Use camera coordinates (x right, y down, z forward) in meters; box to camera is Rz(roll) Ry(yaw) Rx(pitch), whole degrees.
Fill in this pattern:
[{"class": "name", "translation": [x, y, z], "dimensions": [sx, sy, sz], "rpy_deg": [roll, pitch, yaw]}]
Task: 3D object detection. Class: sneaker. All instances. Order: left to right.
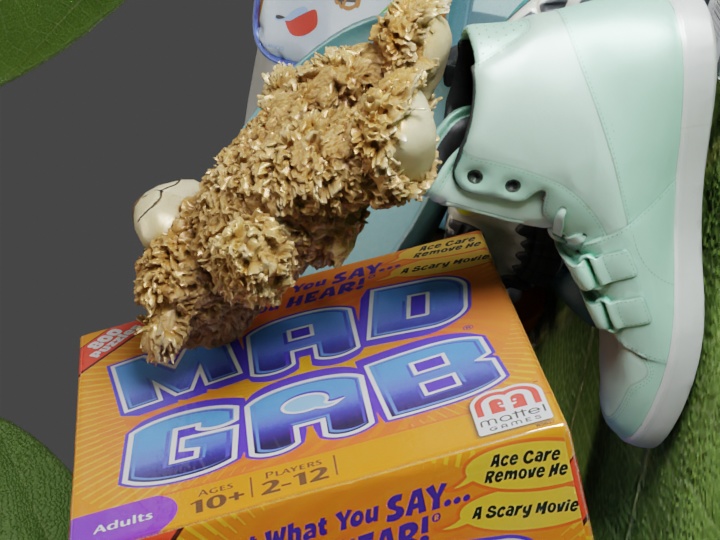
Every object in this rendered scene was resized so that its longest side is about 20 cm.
[{"class": "sneaker", "translation": [0.077, -0.073, 0.878], "dimensions": [0.200, 0.077, 0.080], "rpy_deg": [109, 173, -56]}, {"class": "sneaker", "translation": [0.081, -0.017, 0.791], "dimensions": [0.074, 0.117, 0.202], "rpy_deg": [-108, 15, -66]}]

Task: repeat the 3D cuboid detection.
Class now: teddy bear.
[{"class": "teddy bear", "translation": [-0.033, -0.040, 0.778], "dimensions": [0.200, 0.067, 0.146], "rpy_deg": [-25, 42, 53]}]

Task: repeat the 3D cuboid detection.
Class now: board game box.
[{"class": "board game box", "translation": [-0.005, 0.132, 0.839], "dimensions": [0.200, 0.198, 0.201], "rpy_deg": [-106, 1, -66]}]

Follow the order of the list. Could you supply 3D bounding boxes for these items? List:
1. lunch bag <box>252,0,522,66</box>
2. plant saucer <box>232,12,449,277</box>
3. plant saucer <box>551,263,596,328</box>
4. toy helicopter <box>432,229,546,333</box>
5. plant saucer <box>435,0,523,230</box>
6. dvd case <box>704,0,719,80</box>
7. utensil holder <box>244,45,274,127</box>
[{"class": "lunch bag", "translation": [0.029, -0.169, 1.058], "dimensions": [0.075, 0.199, 0.162], "rpy_deg": [-12, -69, -53]}, {"class": "plant saucer", "translation": [-0.011, -0.040, 0.990], "dimensions": [0.199, 0.036, 0.201], "rpy_deg": [-32, 41, 33]}, {"class": "plant saucer", "translation": [0.117, -0.072, 0.928], "dimensions": [0.200, 0.027, 0.202], "rpy_deg": [-175, 90, -82]}, {"class": "toy helicopter", "translation": [0.000, 0.000, 1.065], "dimensions": [0.079, 0.198, 0.133], "rpy_deg": [109, 149, -63]}, {"class": "plant saucer", "translation": [0.074, -0.114, 0.979], "dimensions": [0.070, 0.019, 0.202], "rpy_deg": [20, 109, 36]}, {"class": "dvd case", "translation": [0.152, -0.189, 0.795], "dimensions": [0.200, 0.022, 0.147], "rpy_deg": [-97, 15, -58]}, {"class": "utensil holder", "translation": [0.002, -0.053, 1.212], "dimensions": [0.170, 0.169, 0.202], "rpy_deg": [-151, 70, -80]}]
